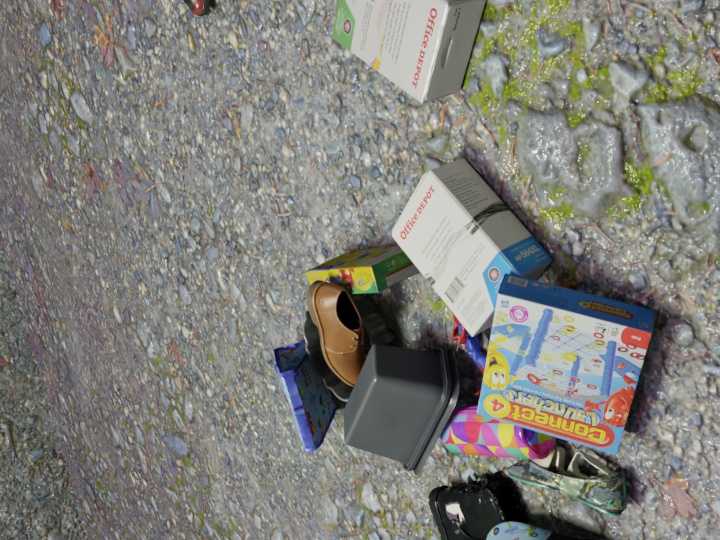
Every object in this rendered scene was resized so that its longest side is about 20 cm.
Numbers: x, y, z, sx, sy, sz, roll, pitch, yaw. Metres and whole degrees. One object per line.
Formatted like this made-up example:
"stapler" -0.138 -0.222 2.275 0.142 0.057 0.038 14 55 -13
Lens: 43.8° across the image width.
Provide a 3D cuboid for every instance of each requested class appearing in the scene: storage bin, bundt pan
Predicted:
"storage bin" 0.057 0.204 1.429 0.147 0.132 0.202 -91 20 -53
"bundt pan" -0.011 0.124 1.560 0.200 0.075 0.205 27 128 41

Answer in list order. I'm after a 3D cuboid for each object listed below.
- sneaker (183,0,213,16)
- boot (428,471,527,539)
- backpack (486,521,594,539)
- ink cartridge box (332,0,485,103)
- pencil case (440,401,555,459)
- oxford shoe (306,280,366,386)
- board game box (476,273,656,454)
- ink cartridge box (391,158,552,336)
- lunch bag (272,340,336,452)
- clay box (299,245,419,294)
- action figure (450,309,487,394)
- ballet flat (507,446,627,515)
"sneaker" -0.332 -0.547 1.597 0.070 0.097 0.204 -16 97 50
"boot" 0.206 0.427 1.460 0.161 0.073 0.201 -22 92 47
"backpack" 0.262 0.475 1.327 0.197 0.134 0.186 9 116 31
"ink cartridge box" 0.062 -0.346 1.229 0.200 0.083 0.147 42 136 30
"pencil case" 0.205 0.236 1.348 0.199 0.088 0.090 -16 96 53
"oxford shoe" -0.021 0.109 1.425 0.070 0.071 0.202 6 131 40
"board game box" 0.264 0.123 1.176 0.196 0.056 0.199 14 122 15
"ink cartridge box" 0.153 -0.035 1.274 0.201 0.084 0.147 53 140 19
"lunch bag" -0.102 0.228 1.629 0.200 0.092 0.153 -99 -6 -80
"clay box" 0.000 0.000 1.453 0.198 0.114 0.048 -6 105 52
"action figure" 0.159 0.093 1.353 0.065 0.051 0.204 -137 30 -85
"ballet flat" 0.299 0.290 1.289 0.198 0.074 0.076 10 115 46
